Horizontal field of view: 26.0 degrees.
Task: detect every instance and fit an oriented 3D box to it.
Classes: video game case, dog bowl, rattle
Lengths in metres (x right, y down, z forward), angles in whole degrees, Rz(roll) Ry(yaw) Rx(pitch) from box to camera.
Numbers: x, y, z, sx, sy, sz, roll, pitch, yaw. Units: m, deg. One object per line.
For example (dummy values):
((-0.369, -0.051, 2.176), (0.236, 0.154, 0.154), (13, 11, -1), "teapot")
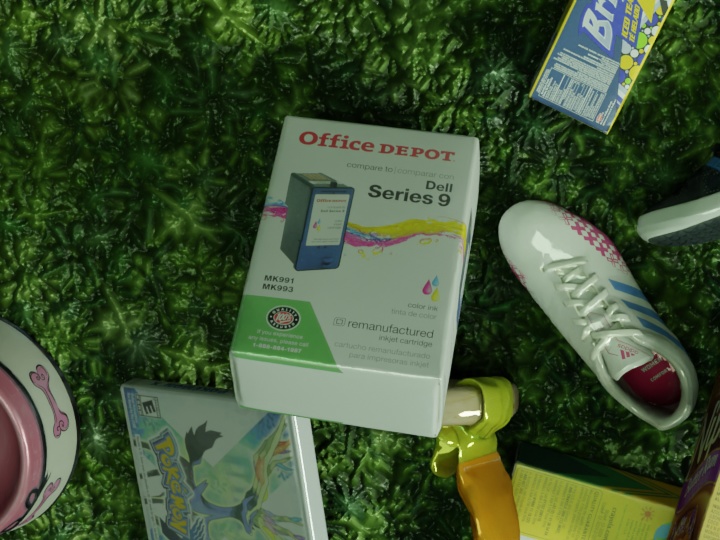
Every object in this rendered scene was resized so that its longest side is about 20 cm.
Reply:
((-0.101, 0.187, 1.205), (0.182, 0.022, 0.201), (3, 107, 38), "video game case")
((-0.330, 0.133, 1.244), (0.199, 0.074, 0.201), (2, 105, 8), "dog bowl")
((0.018, 0.137, 1.159), (0.199, 0.130, 0.144), (-3, 105, 11), "rattle")

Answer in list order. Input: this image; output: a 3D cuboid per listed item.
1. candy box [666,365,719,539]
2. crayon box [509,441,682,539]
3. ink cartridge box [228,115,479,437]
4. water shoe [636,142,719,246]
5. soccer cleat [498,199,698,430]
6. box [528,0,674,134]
((0.265, 0.145, 1.093), (0.056, 0.117, 0.201), (20, 84, 4), "candy box")
((0.199, 0.222, 1.193), (0.199, 0.051, 0.128), (16, 106, 5), "crayon box")
((0.000, 0.000, 1.088), (0.145, 0.201, 0.088), (8, 147, 7), "ink cartridge box")
((0.282, -0.083, 1.100), (0.199, 0.071, 0.079), (-25, 72, 16), "water shoe")
((0.176, 0.031, 1.126), (0.070, 0.086, 0.200), (-41, 95, 17), "soccer cleat")
((0.186, -0.201, 1.071), (0.064, 0.070, 0.201), (25, 107, 1), "box")
